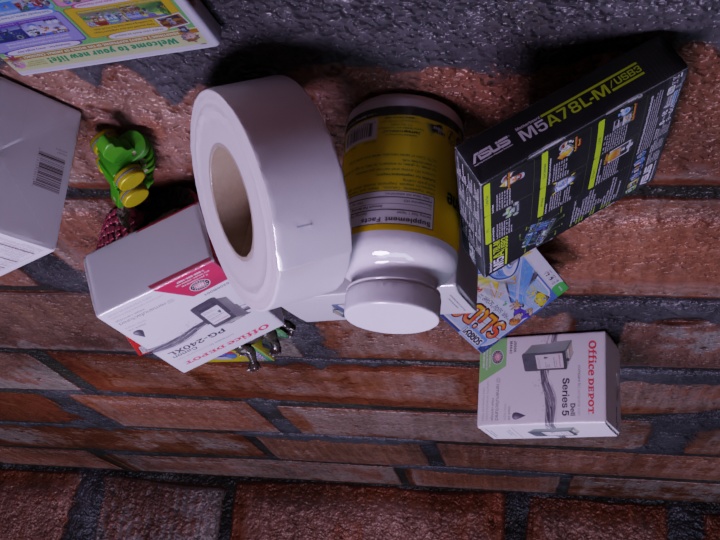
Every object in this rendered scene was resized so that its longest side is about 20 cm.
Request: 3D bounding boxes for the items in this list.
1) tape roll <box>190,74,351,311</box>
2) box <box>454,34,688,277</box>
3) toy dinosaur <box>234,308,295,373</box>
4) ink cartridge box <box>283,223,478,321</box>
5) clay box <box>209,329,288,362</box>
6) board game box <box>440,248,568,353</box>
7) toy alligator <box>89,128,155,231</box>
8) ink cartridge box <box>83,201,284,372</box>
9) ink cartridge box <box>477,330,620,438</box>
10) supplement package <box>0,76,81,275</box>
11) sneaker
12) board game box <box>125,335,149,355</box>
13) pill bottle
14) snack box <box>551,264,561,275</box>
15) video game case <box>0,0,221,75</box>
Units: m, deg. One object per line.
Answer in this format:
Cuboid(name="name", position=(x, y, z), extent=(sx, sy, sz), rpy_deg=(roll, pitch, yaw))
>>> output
Cuboid(name="tape roll", position=(-0.083, -0.067, 0.863), extent=(0.071, 0.203, 0.202), rpy_deg=(-16, 167, -24))
Cuboid(name="box", position=(0.176, -0.090, 0.844), extent=(0.193, 0.048, 0.200), rpy_deg=(-28, 157, -3))
Cuboid(name="toy dinosaur", position=(-0.147, 0.075, 1.371), extent=(0.200, 0.077, 0.102), rpy_deg=(-22, 127, 3))
Cuboid(name="ink cartridge box", position=(0.018, -0.030, 1.024), extent=(0.200, 0.145, 0.088), rpy_deg=(-5, 159, 21))
Cuboid(name="clay box", position=(-0.224, 0.111, 1.573), extent=(0.200, 0.048, 0.115), rpy_deg=(-2, 158, 20))
Cuboid(name="board game box", position=(0.143, 0.008, 1.126), extent=(0.135, 0.034, 0.200), rpy_deg=(-39, 139, 10))
Cuboid(name="toy alligator", position=(-0.240, -0.100, 1.032), extent=(0.054, 0.059, 0.200), rpy_deg=(-33, 166, -17))
Cuboid(name="ink cartridge box", position=(-0.193, 0.026, 1.112), extent=(0.145, 0.083, 0.200), rpy_deg=(-26, 150, 8))
Cuboid(name="ink cartridge box", position=(0.288, 0.176, 1.495), extent=(0.200, 0.146, 0.084), rpy_deg=(-7, 155, 26))
Cuboid(name="supplement package", position=(-0.398, -0.087, 0.956), extent=(0.151, 0.152, 0.200), rpy_deg=(22, 153, -39))
Cuboid(name="sneaker", position=(-0.242, -0.036, 1.156), extent=(0.200, 0.081, 0.075), rpy_deg=(-13, 155, 37))
Cuboid(name="board game box", position=(-0.211, 0.030, 1.247), extent=(0.200, 0.046, 0.152), rpy_deg=(-19, 154, -5))
Cuboid(name="pill bottle", position=(0.035, -0.050, 0.893), extent=(0.112, 0.200, 0.112), rpy_deg=(4, 159, 2))
Cuboid(name="snack box", position=(0.155, 0.005, 1.177), extent=(0.200, 0.024, 0.072), rpy_deg=(16, 119, -39))
Cuboid(name="video game case", position=(-0.237, -0.220, 0.762), extent=(0.200, 0.022, 0.182), rpy_deg=(-4, 157, 19))
